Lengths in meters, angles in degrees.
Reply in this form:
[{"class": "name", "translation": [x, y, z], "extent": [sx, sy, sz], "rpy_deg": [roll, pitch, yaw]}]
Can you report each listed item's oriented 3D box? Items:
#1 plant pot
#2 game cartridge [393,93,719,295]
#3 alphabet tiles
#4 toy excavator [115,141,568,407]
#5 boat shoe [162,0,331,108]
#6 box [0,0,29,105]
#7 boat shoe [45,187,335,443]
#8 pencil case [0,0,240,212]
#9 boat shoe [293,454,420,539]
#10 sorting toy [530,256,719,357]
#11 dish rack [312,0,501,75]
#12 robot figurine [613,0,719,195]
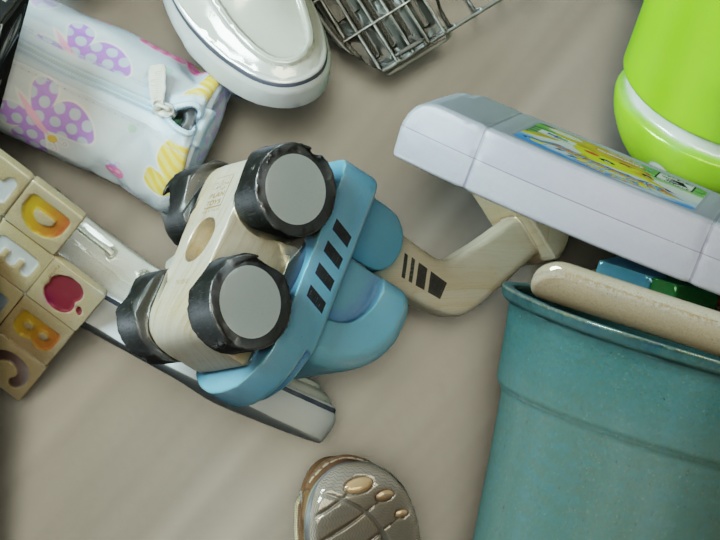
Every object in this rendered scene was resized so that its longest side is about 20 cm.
[{"class": "plant pot", "translation": [0.142, 0.128, 1.419], "extent": [0.199, 0.200, 0.197], "rpy_deg": [15, 95, 2]}, {"class": "game cartridge", "translation": [0.119, -0.037, 1.369], "extent": [0.199, 0.133, 0.041], "rpy_deg": [23, 104, 7]}, {"class": "alphabet tiles", "translation": [-0.235, -0.018, 1.450], "extent": [0.200, 0.006, 0.166], "rpy_deg": [37, 128, -8]}, {"class": "toy excavator", "translation": [0.000, 0.000, 1.434], "extent": [0.199, 0.100, 0.195], "rpy_deg": [33, 66, -27]}, {"class": "boat shoe", "translation": [-0.074, -0.177, 1.464], "extent": [0.072, 0.066, 0.201], "rpy_deg": [-18, 64, -18]}, {"class": "box", "translation": [-0.269, -0.093, 1.441], "extent": [0.159, 0.044, 0.201], "rpy_deg": [23, 129, 3]}, {"class": "boat shoe", "translation": [-0.090, 0.013, 1.484], "extent": [0.201, 0.075, 0.086], "rpy_deg": [28, 83, 12]}, {"class": "pencil case", "translation": [-0.167, -0.103, 1.478], "extent": [0.199, 0.091, 0.084], "rpy_deg": [24, 95, 3]}, {"class": "boat shoe", "translation": [0.007, 0.189, 1.469], "extent": [0.075, 0.072, 0.202], "rpy_deg": [-10, 105, -15]}, {"class": "sorting toy", "translation": [0.197, 0.024, 1.390], "extent": [0.184, 0.200, 0.037], "rpy_deg": [18, 95, 20]}, {"class": "dish rack", "translation": [0.050, -0.205, 1.502], "extent": [0.199, 0.055, 0.154], "rpy_deg": [-32, 85, 1]}, {"class": "robot figurine", "translation": [0.201, -0.121, 1.437], "extent": [0.115, 0.176, 0.201], "rpy_deg": [0, 126, -25]}]
